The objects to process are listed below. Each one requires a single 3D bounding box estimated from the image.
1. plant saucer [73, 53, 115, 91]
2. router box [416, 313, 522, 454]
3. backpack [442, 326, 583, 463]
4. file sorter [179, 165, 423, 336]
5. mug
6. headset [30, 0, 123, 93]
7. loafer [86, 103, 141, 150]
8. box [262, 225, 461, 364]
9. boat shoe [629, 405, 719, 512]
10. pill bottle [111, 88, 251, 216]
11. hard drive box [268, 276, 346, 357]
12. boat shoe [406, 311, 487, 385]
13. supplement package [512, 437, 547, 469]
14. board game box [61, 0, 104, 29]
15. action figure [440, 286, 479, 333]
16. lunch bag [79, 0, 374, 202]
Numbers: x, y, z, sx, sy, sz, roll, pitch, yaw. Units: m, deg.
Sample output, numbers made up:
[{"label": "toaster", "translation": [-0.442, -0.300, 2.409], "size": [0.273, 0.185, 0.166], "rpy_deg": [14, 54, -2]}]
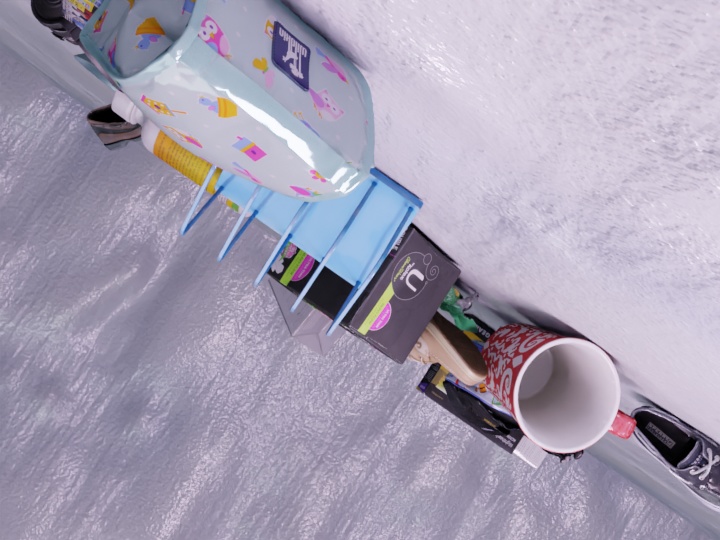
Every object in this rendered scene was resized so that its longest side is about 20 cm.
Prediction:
[{"label": "plant saucer", "translation": [-0.354, -0.288, 1.697], "size": [0.200, 0.039, 0.201], "rpy_deg": [34, 175, 3]}, {"label": "router box", "translation": [0.219, 0.194, 1.868], "size": [0.199, 0.158, 0.052], "rpy_deg": [34, 176, -13]}, {"label": "backpack", "translation": [0.225, 0.171, 1.585], "size": [0.189, 0.156, 0.199], "rpy_deg": [24, 174, -29]}, {"label": "file sorter", "translation": [-0.065, -0.050, 1.115], "size": [0.199, 0.123, 0.139], "rpy_deg": [34, 131, -3]}, {"label": "mug", "translation": [0.236, 0.153, 1.362], "size": [0.179, 0.133, 0.200], "rpy_deg": [57, 175, -11]}, {"label": "headset", "translation": [-0.307, -0.264, 1.124], "size": [0.201, 0.094, 0.124], "rpy_deg": [55, -178, -2]}, {"label": "loafer", "translation": [-0.333, -0.228, 1.585], "size": [0.199, 0.072, 0.063], "rpy_deg": [-16, 132, 44]}, {"label": "box", "translation": [0.000, 0.000, 1.406], "size": [0.199, 0.149, 0.124], "rpy_deg": [31, 175, 45]}, {"label": "boat shoe", "translation": [0.428, 0.241, 1.385], "size": [0.200, 0.072, 0.068], "rpy_deg": [41, 180, 21]}, {"label": "pill bottle", "translation": [-0.180, -0.161, 1.241], "size": [0.199, 0.112, 0.111], "rpy_deg": [34, 176, -1]}, {"label": "hard drive box", "translation": [-0.063, 0.022, 1.816], "size": [0.077, 0.156, 0.200], "rpy_deg": [34, -167, -29]}, {"label": "boat shoe", "translation": [0.090, 0.092, 1.431], "size": [0.071, 0.065, 0.200], "rpy_deg": [17, -157, -47]}, {"label": "supplement package", "translation": [0.276, 0.244, 2.022], "size": [0.199, 0.153, 0.151], "rpy_deg": [34, 177, 2]}, {"label": "board game box", "translation": [-0.174, -0.209, 0.993], "size": [0.199, 0.062, 0.200], "rpy_deg": [35, 176, -16]}, {"label": "action figure", "translation": [0.123, 0.037, 1.523], "size": [0.118, 0.055, 0.200], "rpy_deg": [36, 180, 9]}, {"label": "lunch bag", "translation": [-0.087, -0.134, 0.757], "size": [0.170, 0.122, 0.200], "rpy_deg": [38, -179, -33]}]
